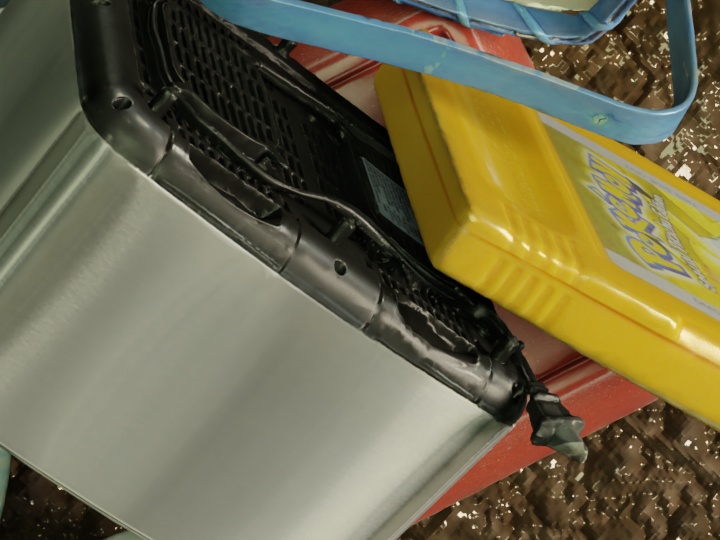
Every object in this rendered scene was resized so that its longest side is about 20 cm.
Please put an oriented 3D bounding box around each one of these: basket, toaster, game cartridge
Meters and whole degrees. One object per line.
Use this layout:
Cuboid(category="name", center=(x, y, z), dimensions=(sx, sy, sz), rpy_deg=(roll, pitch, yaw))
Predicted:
Cuboid(category="basket", center=(0.036, -0.142, 0.777), dimensions=(0.175, 0.139, 0.201), rpy_deg=(16, 53, -10))
Cuboid(category="toaster", center=(-0.047, 0.000, 0.717), dimensions=(0.180, 0.200, 0.119), rpy_deg=(34, 108, -25))
Cuboid(category="game cartridge", center=(0.100, -0.005, 0.766), dimensions=(0.199, 0.177, 0.033), rpy_deg=(30, 109, -20))

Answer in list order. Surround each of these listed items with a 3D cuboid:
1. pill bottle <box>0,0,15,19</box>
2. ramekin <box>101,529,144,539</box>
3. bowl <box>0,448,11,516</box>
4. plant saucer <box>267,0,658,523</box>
Cuboid(category="pill bottle", center=(-0.154, -0.121, 0.809), dimensions=(0.198, 0.120, 0.121), rpy_deg=(-13, 89, -3))
Cuboid(category="ramekin", center=(-0.097, 0.156, 0.771), dimensions=(0.199, 0.201, 0.098), rpy_deg=(-24, 82, -3))
Cuboid(category="bowl", center=(-0.208, 0.025, 0.729), dimensions=(0.107, 0.200, 0.202), rpy_deg=(-11, 89, 16))
Cuboid(category="plant saucer", center=(0.000, 0.000, 0.855), dimensions=(0.199, 0.037, 0.201), rpy_deg=(-26, 90, -2))
